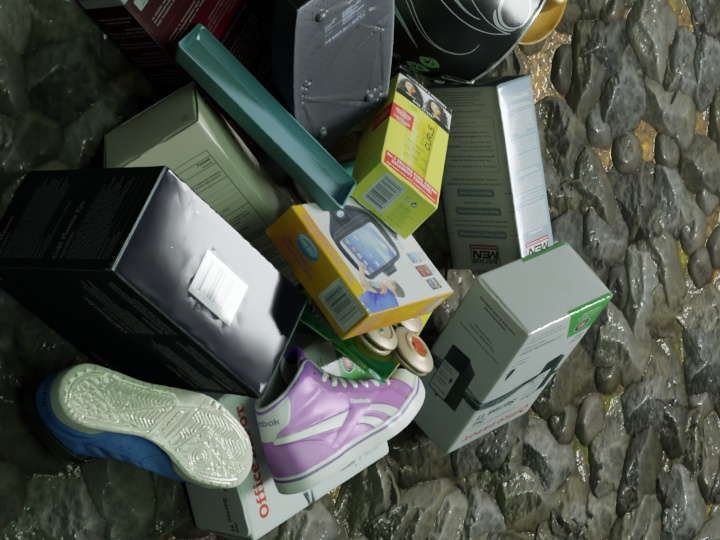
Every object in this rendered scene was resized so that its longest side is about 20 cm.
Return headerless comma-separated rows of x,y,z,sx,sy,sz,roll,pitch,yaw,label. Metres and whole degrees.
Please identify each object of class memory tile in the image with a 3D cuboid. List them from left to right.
0.000,0.000,1.629,0.153,0.017,0.201,31,31,-35,memory tile

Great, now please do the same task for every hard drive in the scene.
-0.026,-0.200,1.600,0.135,0.042,0.201,-41,152,-28,hard drive

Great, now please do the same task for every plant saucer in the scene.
-0.084,-0.131,1.550,0.200,0.019,0.070,46,24,-9,plant saucer

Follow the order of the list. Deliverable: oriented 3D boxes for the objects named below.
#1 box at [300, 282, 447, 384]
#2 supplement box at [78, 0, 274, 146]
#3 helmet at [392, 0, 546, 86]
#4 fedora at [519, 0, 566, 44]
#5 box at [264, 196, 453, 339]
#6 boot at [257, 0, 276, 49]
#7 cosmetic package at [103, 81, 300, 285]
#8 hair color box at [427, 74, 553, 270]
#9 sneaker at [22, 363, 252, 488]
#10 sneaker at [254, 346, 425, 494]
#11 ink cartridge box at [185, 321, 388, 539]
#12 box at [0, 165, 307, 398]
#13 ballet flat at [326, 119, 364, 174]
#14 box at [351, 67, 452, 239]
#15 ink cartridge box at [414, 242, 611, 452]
0.007,0.028,1.697,0.117,0.048,0.200,37,27,-1,box
-0.151,-0.215,1.604,0.200,0.061,0.109,49,58,-36,supplement box
0.071,-0.299,1.745,0.190,0.200,0.201,37,65,-23,helmet
0.202,-0.349,1.950,0.200,0.082,0.202,-4,95,-46,fedora
0.007,-0.009,1.587,0.119,0.041,0.200,54,27,11,box
-0.073,-0.316,1.631,0.200,0.168,0.076,-49,168,-16,boot
-0.133,-0.059,1.592,0.200,0.105,0.071,54,14,-35,cosmetic package
0.139,-0.102,1.888,0.060,0.099,0.201,-21,108,-44,hair color box
-0.196,0.137,1.536,0.199,0.111,0.077,23,69,-31,sneaker
-0.019,0.111,1.637,0.200,0.072,0.115,-32,107,-46,sneaker
-0.078,0.146,1.685,0.200,0.083,0.147,-28,112,-43,ink cartridge box
-0.182,0.010,1.497,0.200,0.181,0.105,45,59,-38,box
0.003,-0.129,1.782,0.199,0.070,0.066,-17,77,-47,ballet flat
0.039,-0.114,1.680,0.075,0.050,0.200,39,29,-15,box
0.147,0.081,1.831,0.146,0.083,0.200,-22,153,-43,ink cartridge box
